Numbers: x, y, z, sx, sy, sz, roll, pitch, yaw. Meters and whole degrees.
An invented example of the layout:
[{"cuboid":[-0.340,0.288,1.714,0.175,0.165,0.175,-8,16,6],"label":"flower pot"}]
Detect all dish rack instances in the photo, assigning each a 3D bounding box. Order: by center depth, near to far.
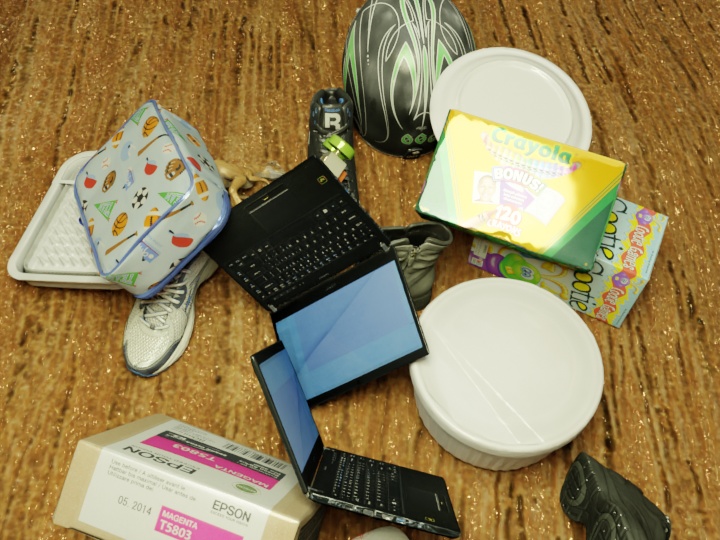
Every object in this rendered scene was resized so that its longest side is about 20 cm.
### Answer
[{"cuboid":[-0.304,-0.057,0.911,0.169,0.044,0.202,2,53,15],"label":"dish rack"}]

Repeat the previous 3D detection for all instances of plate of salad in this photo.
[{"cuboid":[0.179,-0.181,0.927,0.197,0.048,0.203,2,68,-5],"label":"plate of salad"}]

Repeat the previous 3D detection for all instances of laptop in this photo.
[{"cuboid":[-0.003,0.144,0.702,0.197,0.177,0.105,14,90,2],"label":"laptop"},{"cuboid":[-0.055,0.021,0.777,0.176,0.200,0.104,-28,32,26],"label":"laptop"}]

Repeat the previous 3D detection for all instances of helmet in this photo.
[{"cuboid":[0.064,-0.271,1.022,0.197,0.192,0.202,3,54,-4],"label":"helmet"}]

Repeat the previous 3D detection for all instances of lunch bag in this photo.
[{"cuboid":[-0.227,-0.076,0.810,0.160,0.075,0.201,-44,46,11],"label":"lunch bag"}]

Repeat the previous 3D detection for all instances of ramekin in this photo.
[{"cuboid":[0.145,0.115,0.813,0.199,0.095,0.204,3,54,-4],"label":"ramekin"}]

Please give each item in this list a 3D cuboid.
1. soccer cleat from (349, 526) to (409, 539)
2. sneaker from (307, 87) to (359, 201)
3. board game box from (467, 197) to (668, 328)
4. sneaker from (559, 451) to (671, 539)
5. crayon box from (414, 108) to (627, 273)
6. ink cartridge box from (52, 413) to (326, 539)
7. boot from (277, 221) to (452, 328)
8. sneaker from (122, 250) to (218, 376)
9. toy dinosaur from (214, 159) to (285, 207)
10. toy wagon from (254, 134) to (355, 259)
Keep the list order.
[{"cuboid":[-0.033,0.290,0.676,0.198,0.086,0.069,-27,60,-22],"label":"soccer cleat"},{"cuboid":[-0.040,-0.150,0.976,0.072,0.112,0.202,-3,55,-6],"label":"sneaker"},{"cuboid":[0.244,-0.035,0.923,0.198,0.105,0.104,23,56,13],"label":"board game box"},{"cuboid":[0.248,0.243,0.704,0.090,0.077,0.200,21,22,-4],"label":"sneaker"},{"cuboid":[0.172,-0.086,0.841,0.198,0.058,0.120,19,89,11],"label":"crayon box"},{"cuboid":[-0.136,0.201,0.680,0.198,0.165,0.076,18,89,7],"label":"ink cartridge box"},{"cuboid":[0.000,0.000,0.860,0.197,0.131,0.068,-12,56,-13],"label":"boot"},{"cuboid":[-0.214,0.015,0.845,0.076,0.085,0.202,16,70,7],"label":"sneaker"},{"cuboid":[-0.176,-0.116,0.949,0.199,0.060,0.107,8,60,-51],"label":"toy dinosaur"},{"cuboid":[-0.070,-0.083,0.893,0.039,0.200,0.156,39,91,-10],"label":"toy wagon"}]
